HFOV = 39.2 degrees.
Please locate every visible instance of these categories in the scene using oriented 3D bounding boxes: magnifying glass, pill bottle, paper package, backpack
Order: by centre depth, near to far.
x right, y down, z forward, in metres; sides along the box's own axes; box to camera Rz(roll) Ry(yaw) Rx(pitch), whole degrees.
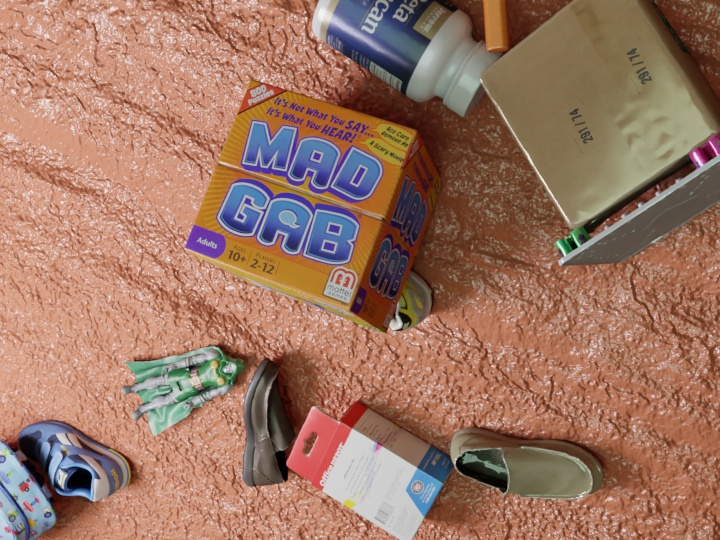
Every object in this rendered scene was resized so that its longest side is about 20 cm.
[{"bbox_3d":[0.256,-0.172,1.051,0.190,0.103,0.201,-35,79,24],"label":"paper package"},{"bbox_3d":[0.140,-0.334,1.077,0.079,0.022,0.202,-5,88,19],"label":"magnifying glass"},{"bbox_3d":[0.055,-0.259,1.125,0.199,0.111,0.111,34,118,6],"label":"pill bottle"},{"bbox_3d":[-0.565,0.359,1.569,0.183,0.134,0.200,56,143,-3],"label":"backpack"}]

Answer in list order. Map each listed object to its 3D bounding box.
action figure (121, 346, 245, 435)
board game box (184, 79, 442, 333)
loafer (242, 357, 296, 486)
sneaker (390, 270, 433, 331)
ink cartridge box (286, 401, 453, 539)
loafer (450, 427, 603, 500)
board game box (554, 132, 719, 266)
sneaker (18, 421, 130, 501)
[{"bbox_3d":[-0.248,0.159,1.443,0.199,0.055,0.119,-21,97,24],"label":"action figure"},{"bbox_3d":[-0.044,-0.065,1.148,0.198,0.200,0.201,19,85,15],"label":"board game box"},{"bbox_3d":[-0.121,0.213,1.404,0.070,0.073,0.201,9,117,8],"label":"loafer"},{"bbox_3d":[0.000,0.000,1.264,0.199,0.076,0.076,34,120,10],"label":"sneaker"},{"bbox_3d":[0.012,0.261,1.359,0.199,0.067,0.117,30,117,10],"label":"ink cartridge box"},{"bbox_3d":[0.204,0.253,1.274,0.198,0.068,0.076,7,111,21],"label":"loafer"},{"bbox_3d":[0.315,-0.069,1.043,0.200,0.199,0.026,-36,73,28],"label":"board game box"},{"bbox_3d":[-0.456,0.295,1.561,0.199,0.082,0.074,18,116,18],"label":"sneaker"}]
